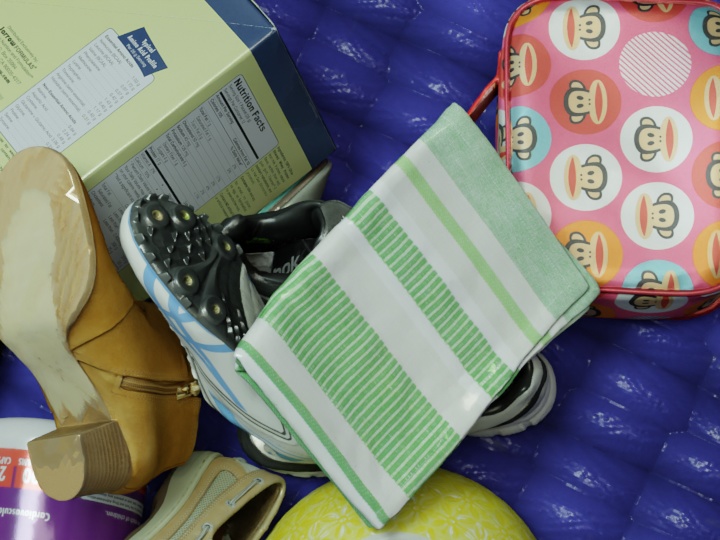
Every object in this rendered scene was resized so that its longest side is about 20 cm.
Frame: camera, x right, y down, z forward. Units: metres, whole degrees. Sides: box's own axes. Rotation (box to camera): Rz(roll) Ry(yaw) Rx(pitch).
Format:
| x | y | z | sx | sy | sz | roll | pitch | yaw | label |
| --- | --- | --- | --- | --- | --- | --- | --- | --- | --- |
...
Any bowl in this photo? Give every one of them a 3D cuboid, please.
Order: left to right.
| x | y | z | sx | sy | sz | roll | pitch | yaw | label |
| --- | --- | --- | --- | --- | --- | --- | --- | --- | --- |
| 0.021 | 0.204 | 1.291 | 0.199 | 0.108 | 0.201 | -1 | 75 | 3 | bowl |

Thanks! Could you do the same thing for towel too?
| x | y | z | sx | sy | sz | roll | pitch | yaw | label |
| --- | --- | --- | --- | --- | --- | --- | --- | --- | --- |
| 0.033 | 0.028 | 1.257 | 0.200 | 0.023 | 0.153 | -46 | 113 | -16 | towel |

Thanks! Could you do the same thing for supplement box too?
| x | y | z | sx | sy | sz | roll | pitch | yaw | label |
| --- | --- | --- | --- | --- | --- | --- | --- | --- | --- |
| -0.160 | -0.107 | 1.337 | 0.199 | 0.134 | 0.200 | -38 | 58 | -6 | supplement box |

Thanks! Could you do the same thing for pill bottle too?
| x | y | z | sx | sy | sz | roll | pitch | yaw | label |
| --- | --- | --- | --- | --- | --- | --- | --- | --- | --- |
| -0.192 | 0.193 | 1.300 | 0.112 | 0.113 | 0.201 | 6 | 75 | 4 | pill bottle |

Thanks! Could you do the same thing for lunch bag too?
| x | y | z | sx | sy | sz | roll | pitch | yaw | label |
| --- | --- | --- | --- | --- | --- | --- | --- | --- | --- |
| 0.148 | -0.071 | 1.369 | 0.175 | 0.082 | 0.201 | 2 | 76 | 4 | lunch bag |

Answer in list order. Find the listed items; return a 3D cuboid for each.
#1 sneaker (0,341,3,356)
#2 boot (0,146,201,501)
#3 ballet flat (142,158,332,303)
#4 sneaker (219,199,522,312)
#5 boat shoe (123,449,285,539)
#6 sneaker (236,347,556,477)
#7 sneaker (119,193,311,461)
| x | y | z | sx | sy | sz | roll | pitch | yaw | label |
| --- | --- | --- | --- | --- | --- | --- | --- | --- | --- |
| -0.300 | 0.106 | 1.353 | 0.107 | 0.067 | 0.202 | 16 | 73 | 7 | sneaker |
| -0.146 | 0.026 | 1.248 | 0.070 | 0.144 | 0.202 | -3 | 96 | 22 | boot |
| -0.087 | 0.007 | 1.378 | 0.200 | 0.067 | 0.064 | -38 | 104 | -6 | ballet flat |
| 0.000 | 0.000 | 1.293 | 0.199 | 0.091 | 0.067 | 4 | 66 | 1 | sneaker |
| -0.099 | 0.180 | 1.275 | 0.076 | 0.072 | 0.200 | 6 | 44 | 20 | boat shoe |
| 0.020 | 0.075 | 1.340 | 0.199 | 0.080 | 0.074 | -14 | 77 | 1 | sneaker |
| -0.080 | 0.040 | 1.259 | 0.072 | 0.200 | 0.072 | -19 | 34 | 31 | sneaker |
